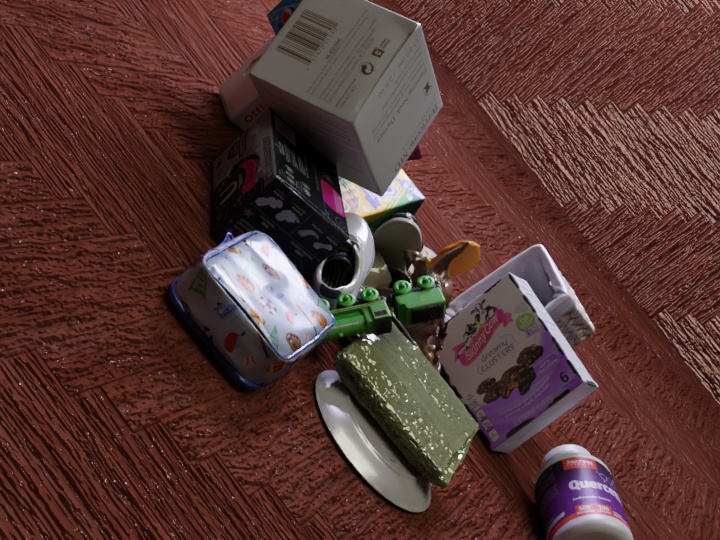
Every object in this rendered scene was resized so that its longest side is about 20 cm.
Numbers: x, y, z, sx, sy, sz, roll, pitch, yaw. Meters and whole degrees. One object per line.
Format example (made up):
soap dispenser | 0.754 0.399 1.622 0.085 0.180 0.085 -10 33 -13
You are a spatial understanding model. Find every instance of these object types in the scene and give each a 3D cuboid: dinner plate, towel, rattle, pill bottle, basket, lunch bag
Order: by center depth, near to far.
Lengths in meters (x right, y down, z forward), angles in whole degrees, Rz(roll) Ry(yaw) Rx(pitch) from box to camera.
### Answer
lunch bag | -0.117 0.036 1.381 0.160 0.076 0.200 49 19 2
dinner plate | 0.022 0.193 1.489 0.200 0.024 0.200 43 20 -20
towel | 0.056 0.153 1.518 0.200 0.036 0.148 50 30 -2
pill bottle | 0.301 0.327 1.747 0.112 0.112 0.200 43 19 -22
basket | 0.250 0.080 1.993 0.123 0.200 0.136 41 19 -41
rattle | 0.122 -0.039 2.031 0.130 0.143 0.200 31 24 2

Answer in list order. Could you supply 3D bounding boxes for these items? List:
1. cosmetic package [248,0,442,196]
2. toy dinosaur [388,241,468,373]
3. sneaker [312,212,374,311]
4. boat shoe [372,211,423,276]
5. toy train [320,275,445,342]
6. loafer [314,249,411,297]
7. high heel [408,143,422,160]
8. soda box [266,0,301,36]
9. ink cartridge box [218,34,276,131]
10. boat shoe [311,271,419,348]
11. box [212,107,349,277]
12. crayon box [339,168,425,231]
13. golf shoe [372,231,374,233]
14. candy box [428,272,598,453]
cosmetic package | -0.014 -0.237 1.676 0.166 0.168 0.200 27 -15 22
toy dinosaur | 0.096 0.049 1.760 0.086 0.200 0.135 25 -1 35
sneaker | -0.017 -0.014 1.600 0.073 0.071 0.200 13 42 -4
boat shoe | 0.054 -0.041 1.803 0.199 0.074 0.066 90 13 -62
toy train | 0.006 0.052 1.506 0.056 0.200 0.042 -114 -163 -45
loafer | 0.000 0.000 1.750 0.200 0.068 0.076 26 29 -52
high heel | 0.070 -0.239 1.852 0.096 0.200 0.067 9 41 -11
soda box | -0.040 -0.320 1.826 0.200 0.064 0.068 29 29 -48
ink cartridge box | -0.087 -0.242 1.902 0.200 0.146 0.086 33 26 -42
boat shoe | 0.014 0.068 1.628 0.072 0.060 0.202 -26 75 -41
box | -0.106 -0.091 1.602 0.132 0.115 0.200 40 19 -26
crayon box | -0.021 -0.111 1.798 0.200 0.052 0.126 -20 64 -40
golf shoe | -0.013 -0.095 1.946 0.200 0.077 0.088 -101 175 -64
candy box | 0.213 0.133 1.836 0.200 0.168 0.072 58 17 26
